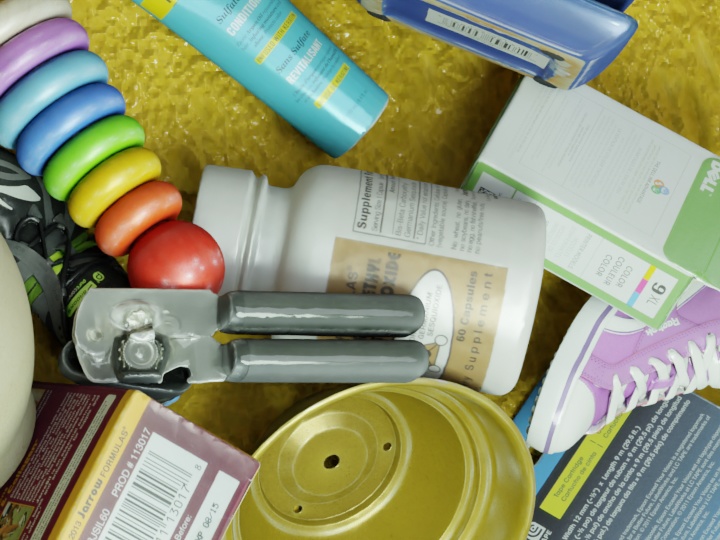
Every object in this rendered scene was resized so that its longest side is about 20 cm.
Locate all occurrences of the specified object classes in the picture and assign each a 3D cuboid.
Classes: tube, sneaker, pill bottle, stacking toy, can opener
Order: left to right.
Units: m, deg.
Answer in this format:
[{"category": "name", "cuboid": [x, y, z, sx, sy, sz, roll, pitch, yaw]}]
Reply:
[{"category": "sneaker", "cuboid": [-0.166, 0.000, 1.653, 0.200, 0.083, 0.071, 48, 70, -16]}, {"category": "stacking toy", "cuboid": [-0.148, -0.057, 1.628, 0.085, 0.085, 0.200, -31, 79, -22]}, {"category": "tube", "cuboid": [-0.073, -0.149, 1.726, 0.200, 0.050, 0.077, 40, 66, -13]}, {"category": "can opener", "cuboid": [-0.065, 0.041, 1.604, 0.200, 0.067, 0.053, 1, 72, -19]}, {"category": "pill bottle", "cuboid": [0.000, 0.000, 1.690, 0.200, 0.114, 0.114, 11, 84, -2]}, {"category": "sneaker", "cuboid": [0.188, 0.054, 1.775, 0.114, 0.073, 0.200, 31, 55, 16]}]

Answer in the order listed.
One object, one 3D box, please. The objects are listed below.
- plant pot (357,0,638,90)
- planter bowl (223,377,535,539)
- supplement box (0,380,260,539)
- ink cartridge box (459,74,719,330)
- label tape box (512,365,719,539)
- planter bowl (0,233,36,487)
[{"category": "plant pot", "cuboid": [0.097, -0.217, 1.701, 0.200, 0.200, 0.180, 22, 86, 0]}, {"category": "planter bowl", "cuboid": [-0.005, 0.129, 1.706, 0.200, 0.083, 0.201, -11, 122, -17]}, {"category": "supplement box", "cuboid": [-0.150, 0.128, 1.592, 0.086, 0.200, 0.110, 33, 76, -22]}, {"category": "ink cartridge box", "cuboid": [0.165, -0.034, 1.762, 0.200, 0.059, 0.104, 28, 47, 2]}, {"category": "label tape box", "cuboid": [0.181, 0.149, 1.806, 0.200, 0.066, 0.143, 28, 71, 21]}, {"category": "planter bowl", "cuboid": [-0.256, 0.057, 1.567, 0.200, 0.200, 0.135, -48, 135, -18]}]
